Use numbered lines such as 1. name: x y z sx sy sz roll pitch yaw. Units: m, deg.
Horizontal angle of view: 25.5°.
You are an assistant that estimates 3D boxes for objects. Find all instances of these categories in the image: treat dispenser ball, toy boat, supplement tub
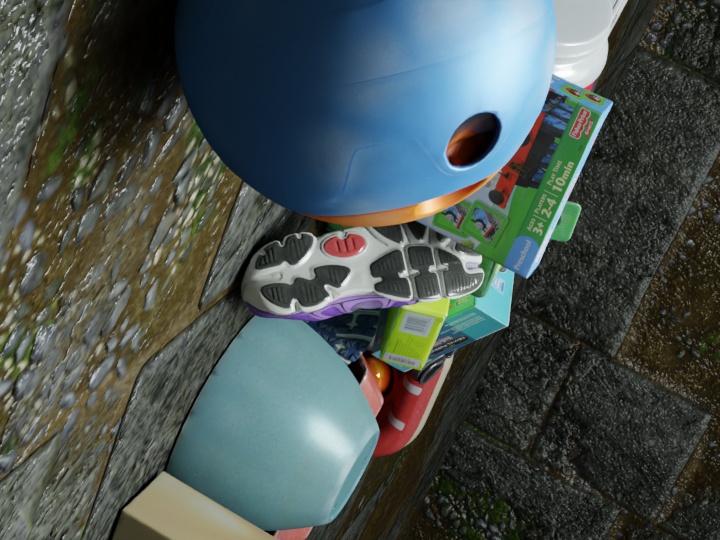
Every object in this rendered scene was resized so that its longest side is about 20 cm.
1. treat dispenser ball: 0.003 -0.124 0.840 0.201 0.201 0.201 -59 169 -19
2. toy boat: 0.009 0.121 1.795 0.131 0.131 0.200 -8 131 -39
3. supplement tub: 0.168 -0.199 1.615 0.140 0.140 0.200 -54 167 -38

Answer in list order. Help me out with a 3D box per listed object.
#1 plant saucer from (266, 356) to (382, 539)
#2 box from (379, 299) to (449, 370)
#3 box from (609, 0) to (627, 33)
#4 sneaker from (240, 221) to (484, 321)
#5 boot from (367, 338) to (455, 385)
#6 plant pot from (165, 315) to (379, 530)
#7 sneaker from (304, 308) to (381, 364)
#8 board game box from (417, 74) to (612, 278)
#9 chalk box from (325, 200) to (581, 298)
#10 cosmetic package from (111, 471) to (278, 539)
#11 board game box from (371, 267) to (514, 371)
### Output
1. plant saucer: -0.040 0.169 1.588 0.200 0.037 0.200 -61 -169 6
2. box: 0.066 -0.023 1.482 0.122 0.048 0.200 108 -5 -61
3. box: 0.235 -0.312 1.720 0.200 0.117 0.060 -63 170 -1
4. sneaker: 0.000 0.000 1.290 0.083 0.200 0.081 122 -39 -70
5. boot: 0.069 0.027 1.732 0.200 0.131 0.070 -57 168 -26
6. plant pot: -0.063 0.149 1.395 0.200 0.135 0.200 -59 170 -18
7. sneaker: 0.001 0.006 1.520 0.200 0.077 0.085 -65 173 15
8. board game box: 0.071 -0.104 1.221 0.037 0.200 0.151 -44 159 -57
9. chalk box: 0.088 -0.069 1.368 0.125 0.200 0.124 99 17 -60
10. cosmetic package: -0.107 0.263 1.289 0.071 0.200 0.105 -42 156 -59
11. board game box: 0.090 -0.015 1.584 0.151 0.047 0.200 -27 -138 44
